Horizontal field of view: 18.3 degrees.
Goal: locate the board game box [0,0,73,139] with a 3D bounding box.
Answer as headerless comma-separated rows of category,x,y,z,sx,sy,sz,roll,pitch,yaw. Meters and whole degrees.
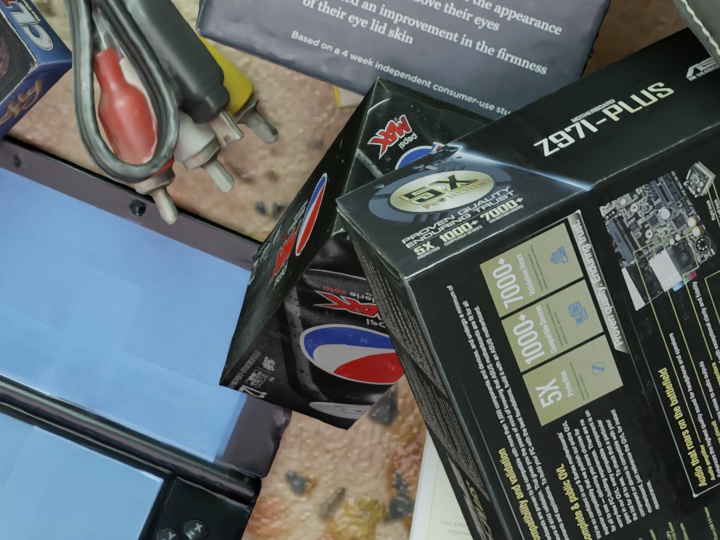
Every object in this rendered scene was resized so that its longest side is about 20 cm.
board game box,-0.233,-0.074,0.961,0.200,0.035,0.136,-42,81,19

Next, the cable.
cable,-0.114,-0.111,0.931,0.201,0.097,0.050,54,142,-8

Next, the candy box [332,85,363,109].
candy box,0.027,-0.169,0.919,0.101,0.026,0.202,-5,110,5

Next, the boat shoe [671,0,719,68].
boat shoe,0.098,-0.123,0.730,0.066,0.071,0.202,-41,59,33

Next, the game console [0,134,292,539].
game console,-0.134,0.060,0.982,0.198,0.173,0.119,22,138,-1

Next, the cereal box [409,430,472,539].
cereal box,0.092,0.115,0.946,0.142,0.040,0.202,10,69,4

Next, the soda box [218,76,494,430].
soda box,0.000,0.000,0.892,0.063,0.200,0.071,19,68,-9

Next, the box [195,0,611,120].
box,0.039,-0.167,0.849,0.147,0.104,0.201,20,110,-4

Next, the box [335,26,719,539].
box,0.107,0.038,0.778,0.163,0.086,0.201,-27,115,-7
